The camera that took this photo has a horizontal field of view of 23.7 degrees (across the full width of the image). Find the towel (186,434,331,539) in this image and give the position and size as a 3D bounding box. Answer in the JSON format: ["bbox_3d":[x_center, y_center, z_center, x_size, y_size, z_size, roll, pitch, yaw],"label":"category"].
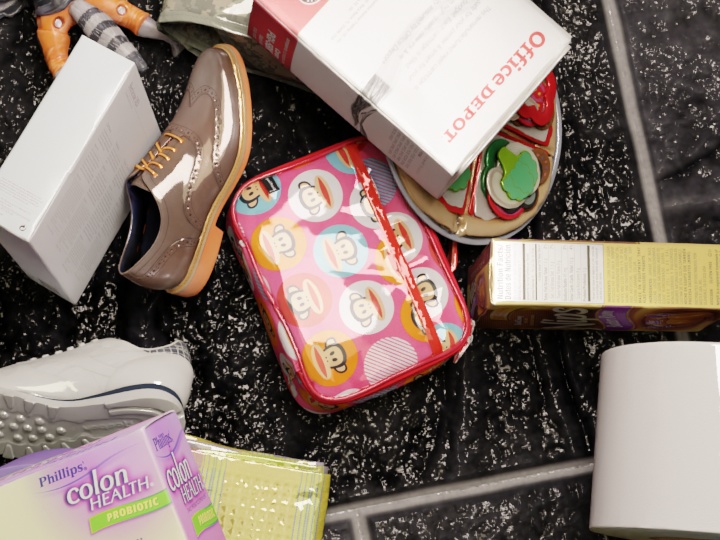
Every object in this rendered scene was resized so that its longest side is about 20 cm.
[{"bbox_3d":[-0.105,0.233,1.324,0.142,0.023,0.202,10,81,-5],"label":"towel"}]

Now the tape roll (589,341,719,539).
[{"bbox_3d":[0.279,0.140,1.313,0.201,0.203,0.141,7,80,-5],"label":"tape roll"}]

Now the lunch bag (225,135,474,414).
[{"bbox_3d":[0.000,0.000,1.375,0.175,0.082,0.201,-22,82,-14],"label":"lunch bag"}]

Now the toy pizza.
[{"bbox_3d":[0.097,-0.122,1.377,0.199,0.032,0.202,2,86,-39],"label":"toy pizza"}]

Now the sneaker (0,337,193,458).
[{"bbox_3d":[-0.229,0.095,1.341,0.198,0.077,0.081,-1,47,4],"label":"sneaker"}]

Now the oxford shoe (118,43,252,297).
[{"bbox_3d":[-0.138,-0.081,1.333,0.073,0.071,0.202,11,91,-40],"label":"oxford shoe"}]

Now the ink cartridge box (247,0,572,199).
[{"bbox_3d":[0.035,-0.175,1.288,0.200,0.083,0.147,42,75,2],"label":"ink cartridge box"}]

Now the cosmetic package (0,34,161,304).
[{"bbox_3d":[-0.214,-0.071,1.300,0.051,0.200,0.151,30,78,7],"label":"cosmetic package"}]

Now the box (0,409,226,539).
[{"bbox_3d":[-0.178,0.223,1.159,0.175,0.097,0.201,-22,91,7],"label":"box"}]

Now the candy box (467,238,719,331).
[{"bbox_3d":[0.191,0.014,1.369,0.198,0.117,0.057,2,79,-5],"label":"candy box"}]

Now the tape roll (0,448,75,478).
[{"bbox_3d":[-0.225,0.236,1.254,0.198,0.085,0.202,0,93,7],"label":"tape roll"}]

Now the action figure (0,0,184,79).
[{"bbox_3d":[-0.219,-0.245,1.385,0.200,0.105,0.194,-38,95,-8],"label":"action figure"}]

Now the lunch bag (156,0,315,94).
[{"bbox_3d":[-0.057,-0.241,1.390,0.198,0.118,0.165,18,79,-8],"label":"lunch bag"}]
